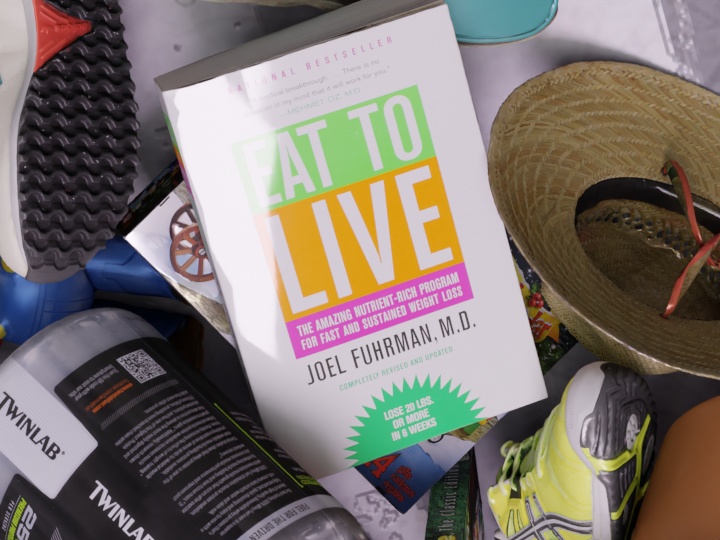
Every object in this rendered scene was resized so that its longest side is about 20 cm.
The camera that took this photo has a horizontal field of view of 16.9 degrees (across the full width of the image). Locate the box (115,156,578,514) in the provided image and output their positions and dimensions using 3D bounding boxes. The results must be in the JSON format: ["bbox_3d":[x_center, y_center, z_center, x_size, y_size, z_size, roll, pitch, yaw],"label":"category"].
[{"bbox_3d":[0.000,0.000,1.144,0.137,0.038,0.200,-45,112,0],"label":"box"}]

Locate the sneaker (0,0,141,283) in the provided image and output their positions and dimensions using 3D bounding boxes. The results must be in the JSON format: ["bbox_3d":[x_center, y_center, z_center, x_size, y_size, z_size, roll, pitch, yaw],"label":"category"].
[{"bbox_3d":[-0.159,-0.093,1.112,0.093,0.070,0.200,-5,88,46],"label":"sneaker"}]

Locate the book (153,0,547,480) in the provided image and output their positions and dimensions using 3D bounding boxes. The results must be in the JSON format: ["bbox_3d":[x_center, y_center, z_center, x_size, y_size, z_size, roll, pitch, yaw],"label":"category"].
[{"bbox_3d":[-0.003,-0.014,1.099,0.133,0.048,0.200,-20,113,-8],"label":"book"}]

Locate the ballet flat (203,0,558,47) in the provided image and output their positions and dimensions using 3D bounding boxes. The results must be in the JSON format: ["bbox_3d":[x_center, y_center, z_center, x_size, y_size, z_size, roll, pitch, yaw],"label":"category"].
[{"bbox_3d":[-0.004,-0.149,1.112,0.199,0.062,0.068,9,109,-19],"label":"ballet flat"}]

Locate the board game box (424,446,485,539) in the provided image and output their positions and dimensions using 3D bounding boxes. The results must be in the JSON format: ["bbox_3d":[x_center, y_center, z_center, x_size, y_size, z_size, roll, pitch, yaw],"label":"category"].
[{"bbox_3d":[0.045,0.165,1.148,0.023,0.200,0.105,-2,109,6],"label":"board game box"}]

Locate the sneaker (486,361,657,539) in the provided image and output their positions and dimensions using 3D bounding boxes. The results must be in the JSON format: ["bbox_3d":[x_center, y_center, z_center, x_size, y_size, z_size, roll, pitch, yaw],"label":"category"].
[{"bbox_3d":[0.096,0.105,1.147,0.076,0.076,0.200,16,150,13],"label":"sneaker"}]

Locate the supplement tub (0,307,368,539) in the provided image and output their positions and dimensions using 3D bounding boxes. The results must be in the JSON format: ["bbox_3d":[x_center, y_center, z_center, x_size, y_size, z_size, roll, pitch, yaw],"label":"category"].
[{"bbox_3d":[-0.080,0.120,1.075,0.200,0.122,0.123,41,109,23],"label":"supplement tub"}]

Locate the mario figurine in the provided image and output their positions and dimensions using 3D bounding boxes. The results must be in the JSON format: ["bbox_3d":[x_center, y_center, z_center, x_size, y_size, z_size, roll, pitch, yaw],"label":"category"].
[{"bbox_3d":[-0.170,0.016,1.151,0.199,0.106,0.124,8,73,-8],"label":"mario figurine"}]

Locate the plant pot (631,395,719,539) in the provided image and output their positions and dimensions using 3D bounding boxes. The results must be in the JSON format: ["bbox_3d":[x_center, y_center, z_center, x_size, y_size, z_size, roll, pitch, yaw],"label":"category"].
[{"bbox_3d":[0.201,0.141,1.076,0.199,0.140,0.200,6,150,3],"label":"plant pot"}]

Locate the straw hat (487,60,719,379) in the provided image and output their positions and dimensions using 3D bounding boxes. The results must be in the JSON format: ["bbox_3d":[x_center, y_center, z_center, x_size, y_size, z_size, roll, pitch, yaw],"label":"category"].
[{"bbox_3d":[0.136,0.002,1.122,0.201,0.201,0.085,23,135,-6],"label":"straw hat"}]
